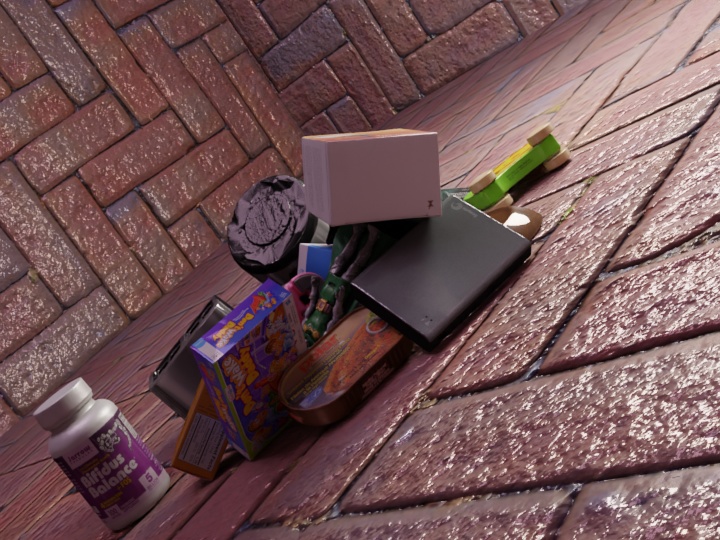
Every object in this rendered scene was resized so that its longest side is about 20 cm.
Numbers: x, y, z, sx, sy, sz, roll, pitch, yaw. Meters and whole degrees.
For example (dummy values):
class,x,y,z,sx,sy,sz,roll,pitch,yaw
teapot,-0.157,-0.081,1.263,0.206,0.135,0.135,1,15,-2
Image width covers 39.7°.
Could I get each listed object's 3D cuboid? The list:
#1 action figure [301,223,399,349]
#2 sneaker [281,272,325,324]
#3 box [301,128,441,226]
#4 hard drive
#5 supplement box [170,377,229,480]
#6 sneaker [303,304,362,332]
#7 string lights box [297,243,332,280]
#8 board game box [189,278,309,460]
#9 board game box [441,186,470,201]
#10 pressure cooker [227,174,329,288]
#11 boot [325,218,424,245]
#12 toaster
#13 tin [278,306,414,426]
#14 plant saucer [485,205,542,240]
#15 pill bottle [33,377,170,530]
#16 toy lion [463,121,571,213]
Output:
class,x,y,z,sx,sy,sz,roll,pitch,yaw
action figure,-0.033,0.030,1.337,0.117,0.054,0.202,23,87,48
sneaker,-0.131,0.078,1.406,0.199,0.079,0.095,-39,16,-8
box,0.010,-0.129,1.336,0.150,0.108,0.200,-6,10,-12
hard drive,0.103,-0.001,1.268,0.139,0.033,0.200,34,61,31
supplement box,-0.189,0.173,1.332,0.067,0.068,0.202,-107,42,-78
sneaker,-0.027,0.100,1.407,0.198,0.075,0.087,-25,-1,32
string lights box,0.000,0.000,1.462,0.102,0.060,0.199,1,8,-34
board game box,-0.128,0.128,1.260,0.044,0.202,0.134,29,58,33
board game box,0.087,-0.107,1.738,0.198,0.029,0.134,-9,-12,-46
pressure cooker,-0.100,-0.043,1.638,0.173,0.200,0.181,-2,66,28
boot,0.033,-0.061,1.434,0.160,0.075,0.198,4,4,-5
toaster,-0.238,0.148,1.574,0.182,0.118,0.200,-52,12,-4
tin,-0.016,0.116,1.252,0.200,0.042,0.111,-41,40,-23
plant saucer,0.166,-0.035,1.417,0.199,0.037,0.201,-35,11,7
pill bottle,-0.368,0.256,1.408,0.112,0.201,0.112,-34,12,8
toy lion,0.248,-0.163,1.641,0.199,0.069,0.192,-39,5,-10
